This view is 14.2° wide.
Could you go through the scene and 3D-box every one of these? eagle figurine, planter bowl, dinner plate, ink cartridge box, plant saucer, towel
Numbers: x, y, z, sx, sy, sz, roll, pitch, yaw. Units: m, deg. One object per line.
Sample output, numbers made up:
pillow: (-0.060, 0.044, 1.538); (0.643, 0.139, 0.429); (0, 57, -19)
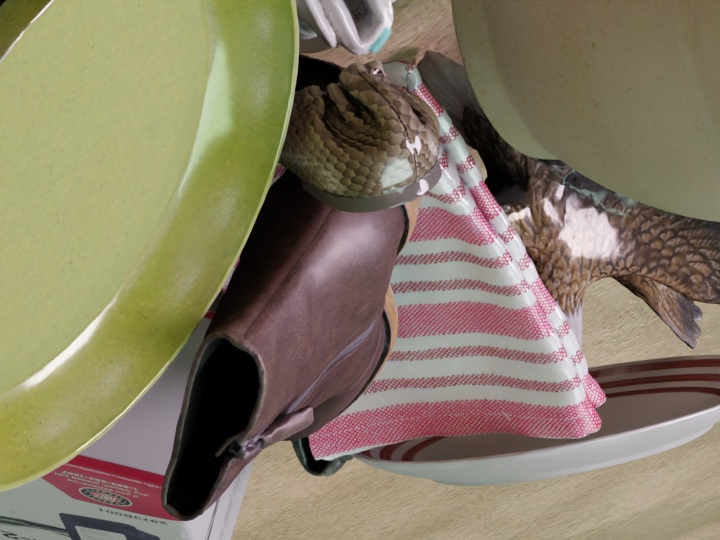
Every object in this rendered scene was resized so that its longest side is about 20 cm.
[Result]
eagle figurine: (0.106, -0.015, 1.310); (0.199, 0.152, 0.151); (-8, 139, -27)
planter bowl: (0.119, -0.110, 1.117); (0.134, 0.201, 0.200); (-7, 174, 32)
dinner plate: (0.094, 0.070, 1.306); (0.199, 0.024, 0.200); (-12, -175, 1)
ink cartridge box: (-0.130, 0.072, 1.272); (0.144, 0.085, 0.200); (13, 161, 6)
plant saucer: (-0.091, -0.025, 0.906); (0.200, 0.031, 0.200); (-44, 151, -33)
towel: (0.000, 0.000, 1.186); (0.146, 0.200, 0.030); (-7, -141, 34)

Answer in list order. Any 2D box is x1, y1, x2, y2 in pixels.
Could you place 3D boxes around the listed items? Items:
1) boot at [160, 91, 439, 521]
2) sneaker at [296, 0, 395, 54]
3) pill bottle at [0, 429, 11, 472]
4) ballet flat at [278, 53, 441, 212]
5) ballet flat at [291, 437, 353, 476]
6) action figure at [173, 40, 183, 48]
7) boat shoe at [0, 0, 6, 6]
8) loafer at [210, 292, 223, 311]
boot: (-0.039, 0.036, 1.097); (0.167, 0.072, 0.200); (-55, 172, -43)
sneaker: (-0.015, -0.108, 1.044); (0.075, 0.089, 0.200); (-35, 163, -5)
pill bottle: (-0.221, 0.076, 0.971); (0.200, 0.116, 0.116); (-32, 161, 19)
ballet flat: (-0.042, -0.067, 1.049); (0.067, 0.200, 0.047); (-30, 121, -26)
ballet flat: (-0.010, 0.043, 1.321); (0.057, 0.066, 0.200); (-63, 164, -19)
action figure: (-0.108, -0.028, 1.031); (0.054, 0.118, 0.200); (22, 130, -6)
boat shoe: (-0.100, -0.114, 0.914); (0.071, 0.063, 0.200); (-18, 169, -44)
loafer: (-0.077, 0.005, 1.291); (0.073, 0.071, 0.200); (-33, 161, 14)
